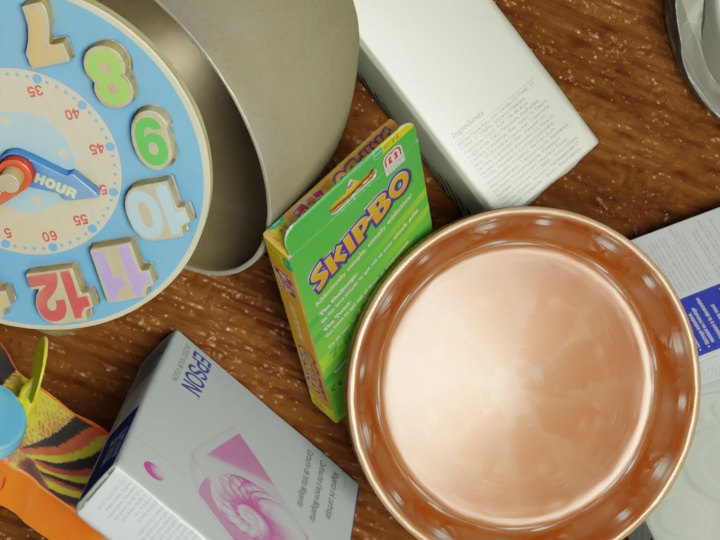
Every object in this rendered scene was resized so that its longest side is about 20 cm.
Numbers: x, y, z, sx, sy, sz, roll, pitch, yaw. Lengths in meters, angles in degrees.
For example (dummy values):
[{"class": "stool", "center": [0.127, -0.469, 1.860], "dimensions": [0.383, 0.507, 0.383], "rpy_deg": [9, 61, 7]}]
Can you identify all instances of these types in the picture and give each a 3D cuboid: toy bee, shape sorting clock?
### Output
[{"class": "toy bee", "center": [-0.203, 0.070, 1.113], "dimensions": [0.200, 0.131, 0.109], "rpy_deg": [42, 41, -16]}, {"class": "shape sorting clock", "center": [-0.174, -0.055, 1.042], "dimensions": [0.199, 0.039, 0.201], "rpy_deg": [4, 124, 6]}]

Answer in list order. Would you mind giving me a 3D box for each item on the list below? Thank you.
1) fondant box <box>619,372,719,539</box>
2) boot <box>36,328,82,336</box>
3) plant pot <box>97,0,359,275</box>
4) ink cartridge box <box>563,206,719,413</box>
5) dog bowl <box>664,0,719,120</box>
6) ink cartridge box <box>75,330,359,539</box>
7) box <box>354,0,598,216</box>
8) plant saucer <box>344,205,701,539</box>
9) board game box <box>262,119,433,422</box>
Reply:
[{"class": "fondant box", "center": [0.230, 0.139, 1.170], "dimensions": [0.144, 0.058, 0.201], "rpy_deg": [-18, 56, -10]}, {"class": "boot", "center": [-0.228, -0.030, 1.129], "dimensions": [0.199, 0.074, 0.076], "rpy_deg": [29, 118, -1]}, {"class": "plant pot", "center": [-0.079, -0.117, 1.105], "dimensions": [0.134, 0.200, 0.201], "rpy_deg": [-41, 99, -31]}, {"class": "ink cartridge box", "center": [0.191, 0.020, 1.200], "dimensions": [0.199, 0.037, 0.095], "rpy_deg": [-19, 55, -11]}, {"class": "dog bowl", "center": [0.273, -0.162, 1.223], "dimensions": [0.199, 0.059, 0.201], "rpy_deg": [0, 93, -10]}, {"class": "ink cartridge box", "center": [-0.050, 0.138, 1.102], "dimensions": [0.200, 0.196, 0.043], "rpy_deg": [39, 106, -10]}, {"class": "box", "center": [0.042, -0.126, 1.175], "dimensions": [0.082, 0.068, 0.200], "rpy_deg": [-38, 98, -8]}, {"class": "plant saucer", "center": [0.088, 0.065, 1.125], "dimensions": [0.199, 0.032, 0.202], "rpy_deg": [0, 93, -10]}, {"class": "board game box", "center": [0.000, 0.000, 1.111], "dimensions": [0.030, 0.200, 0.096], "rpy_deg": [39, 70, 24]}]
